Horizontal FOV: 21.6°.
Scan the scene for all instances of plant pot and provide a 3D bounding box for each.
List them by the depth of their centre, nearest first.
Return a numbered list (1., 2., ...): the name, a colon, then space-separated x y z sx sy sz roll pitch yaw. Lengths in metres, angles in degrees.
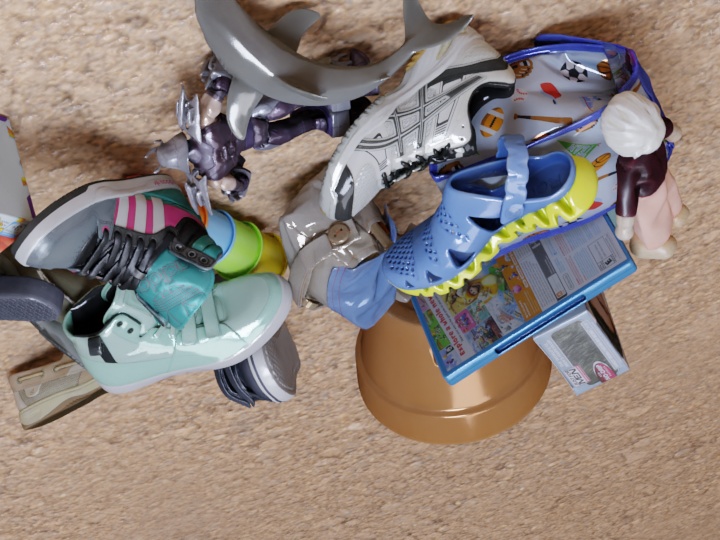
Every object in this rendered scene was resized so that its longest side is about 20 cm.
1. plant pot: 0.086 0.051 1.871 0.199 0.200 0.140 -17 135 -6

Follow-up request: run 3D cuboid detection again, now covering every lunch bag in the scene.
1. lunch bag: 0.168 -0.119 1.672 0.199 0.124 0.170 -19 152 14

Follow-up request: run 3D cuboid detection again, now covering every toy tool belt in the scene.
1. toy tool belt: 0.000 0.000 1.737 0.125 0.123 0.200 -51 158 -17

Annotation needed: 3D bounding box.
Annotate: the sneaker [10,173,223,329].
1. sneaker: -0.179 -0.005 1.507 0.084 0.121 0.200 -50 164 30

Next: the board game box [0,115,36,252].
1. board game box: -0.366 -0.037 1.487 0.200 0.105 0.103 -34 150 27

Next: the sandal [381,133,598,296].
1. sandal: 0.095 -0.053 1.580 0.200 0.080 0.087 -34 132 19

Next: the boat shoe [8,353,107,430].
1. boat shoe: -0.258 0.088 1.818 0.200 0.065 0.072 -28 172 27

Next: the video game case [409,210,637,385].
1. video game case: 0.143 0.004 1.738 0.200 0.143 0.018 -33 132 10

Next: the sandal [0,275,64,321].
1. sandal: -0.345 0.013 1.607 0.199 0.043 0.076 4 159 10

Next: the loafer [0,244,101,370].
1. loafer: -0.276 0.019 1.703 0.070 0.075 0.200 -52 152 -11

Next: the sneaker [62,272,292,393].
1. sneaker: -0.164 0.039 1.674 0.200 0.074 0.118 -23 147 6

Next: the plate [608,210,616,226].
1. plate: 0.193 -0.022 1.966 0.199 0.026 0.200 -15 151 -9

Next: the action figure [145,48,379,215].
1. action figure: -0.084 -0.119 1.543 0.199 0.069 0.130 -20 138 -21

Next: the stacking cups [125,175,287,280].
1. stacking cups: -0.142 -0.039 1.691 0.060 0.061 0.200 -30 147 20

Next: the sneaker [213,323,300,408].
1. sneaker: -0.108 0.098 1.864 0.079 0.079 0.200 -22 -179 4

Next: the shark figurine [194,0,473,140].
1. shark figurine: -0.024 -0.154 1.465 0.214 0.089 0.129 -1 108 -22

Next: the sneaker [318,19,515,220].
1. sneaker: 0.049 -0.111 1.552 0.200 0.088 0.076 -51 169 -6

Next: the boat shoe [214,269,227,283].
1. boat shoe: -0.158 0.050 1.826 0.200 0.062 0.073 -31 151 20

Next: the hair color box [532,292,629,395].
1. hair color box: 0.190 0.010 1.810 0.060 0.200 0.099 -27 132 15

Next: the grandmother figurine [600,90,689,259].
1. grandmother figurine: 0.241 -0.082 1.623 0.060 0.122 0.200 6 152 20
